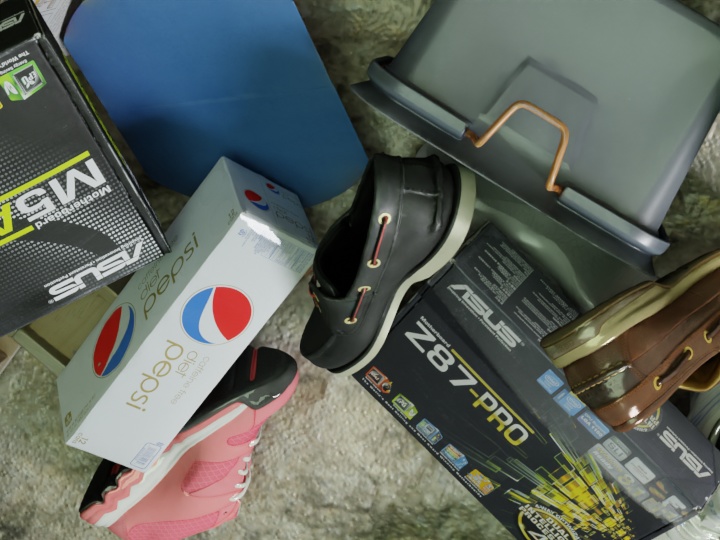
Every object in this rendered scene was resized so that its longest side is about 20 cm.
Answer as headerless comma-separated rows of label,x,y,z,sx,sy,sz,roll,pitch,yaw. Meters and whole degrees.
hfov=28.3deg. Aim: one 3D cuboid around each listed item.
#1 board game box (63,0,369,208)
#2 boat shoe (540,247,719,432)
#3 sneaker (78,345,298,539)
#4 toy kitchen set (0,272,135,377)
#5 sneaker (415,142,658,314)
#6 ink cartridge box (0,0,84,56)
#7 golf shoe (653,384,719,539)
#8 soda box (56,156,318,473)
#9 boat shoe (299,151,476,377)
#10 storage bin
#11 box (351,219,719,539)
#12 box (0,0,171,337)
board game box,-0.083,-0.117,0.875,0.157,0.039,0.200,-3,139,24
boat shoe,0.178,0.036,0.795,0.072,0.200,0.068,-36,79,44
sneaker,-0.101,0.126,0.977,0.200,0.074,0.087,-39,111,25
toy kitchen set,-0.281,0.033,0.924,0.200,0.181,0.163,39,114,-1
sneaker,0.103,0.006,0.880,0.200,0.075,0.089,38,127,5
ink cartridge box,-0.152,-0.204,0.811,0.045,0.176,0.200,41,113,4
golf shoe,0.209,0.136,0.872,0.078,0.097,0.201,19,113,6
soda box,-0.112,0.031,0.904,0.063,0.068,0.200,27,113,-32
boat shoe,0.000,-0.002,0.845,0.063,0.074,0.202,11,146,-17
storage bin,0.114,-0.109,0.801,0.199,0.146,0.135,31,103,3
box,0.102,0.086,0.863,0.200,0.049,0.161,45,143,3
box,-0.230,-0.034,0.797,0.199,0.048,0.194,-26,140,-4
